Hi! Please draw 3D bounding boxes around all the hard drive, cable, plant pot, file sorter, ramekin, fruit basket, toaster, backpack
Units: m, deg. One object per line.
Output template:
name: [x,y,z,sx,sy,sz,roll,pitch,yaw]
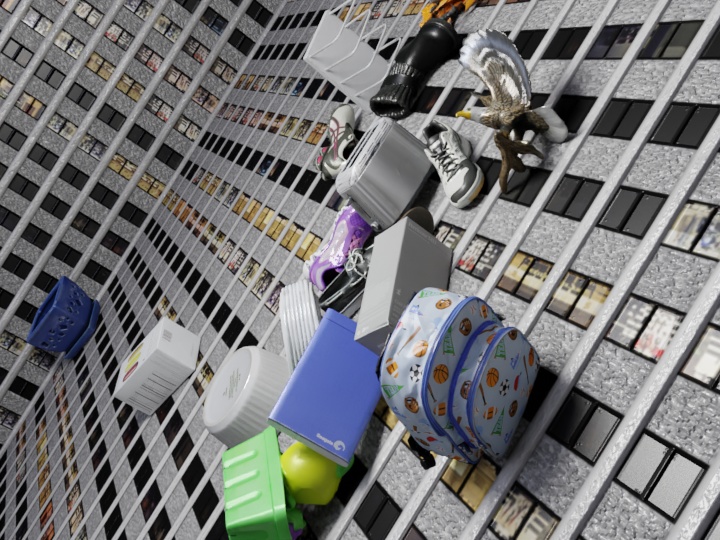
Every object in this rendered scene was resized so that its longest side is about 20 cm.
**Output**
hard drive: [-0.034,0.167,1.284,0.202,0.130,0.025,-61,-2,-33]
cable: [-0.090,0.116,1.431,0.068,0.203,0.201,-9,36,-3]
plant pot: [-1.037,0.177,3.094,0.200,0.179,0.201,-46,27,20]
file sorter: [0.005,-0.473,1.914,0.124,0.199,0.141,-15,47,52]
ramekin: [-0.207,0.232,1.602,0.202,0.094,0.204,-43,28,29]
fruit basket: [-0.100,0.324,1.291,0.211,0.158,0.217,-6,29,3]
toaster: [0.048,-0.175,1.541,0.202,0.128,0.113,-57,16,-16]
backpack: [0.112,0.120,1.034,0.152,0.190,0.203,2,60,43]

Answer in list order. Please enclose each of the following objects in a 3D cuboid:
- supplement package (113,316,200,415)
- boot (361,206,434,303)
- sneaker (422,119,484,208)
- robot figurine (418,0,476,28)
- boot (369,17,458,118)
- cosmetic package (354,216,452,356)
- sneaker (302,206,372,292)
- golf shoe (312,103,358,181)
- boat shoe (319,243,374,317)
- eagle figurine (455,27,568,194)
supplement package: [-0.487,0.231,2.100,0.200,0.109,0.115,-44,27,26]
boot: [0.054,-0.014,1.448,0.203,0.073,0.075,-62,15,-6]
sneaker: [0.142,-0.179,1.448,0.076,0.087,0.201,-44,29,20]
robot figurine: [0.201,-0.572,1.834,0.200,0.058,0.146,-42,28,28]
boot: [0.108,-0.401,1.776,0.159,0.079,0.211,-61,13,-25]
cosmetic package: [0.067,0.034,1.317,0.090,0.106,0.203,-29,38,45]
sneaker: [-0.027,-0.036,1.615,0.201,0.080,0.089,-55,31,17]
golf shoe: [-0.034,-0.286,1.939,0.087,0.077,0.203,-6,55,34]
boat shoe: [-0.001,-0.001,1.524,0.199,0.068,0.074,-46,27,21]
eagle figurine: [0.214,-0.249,1.320,0.152,0.149,0.203,-45,33,47]
